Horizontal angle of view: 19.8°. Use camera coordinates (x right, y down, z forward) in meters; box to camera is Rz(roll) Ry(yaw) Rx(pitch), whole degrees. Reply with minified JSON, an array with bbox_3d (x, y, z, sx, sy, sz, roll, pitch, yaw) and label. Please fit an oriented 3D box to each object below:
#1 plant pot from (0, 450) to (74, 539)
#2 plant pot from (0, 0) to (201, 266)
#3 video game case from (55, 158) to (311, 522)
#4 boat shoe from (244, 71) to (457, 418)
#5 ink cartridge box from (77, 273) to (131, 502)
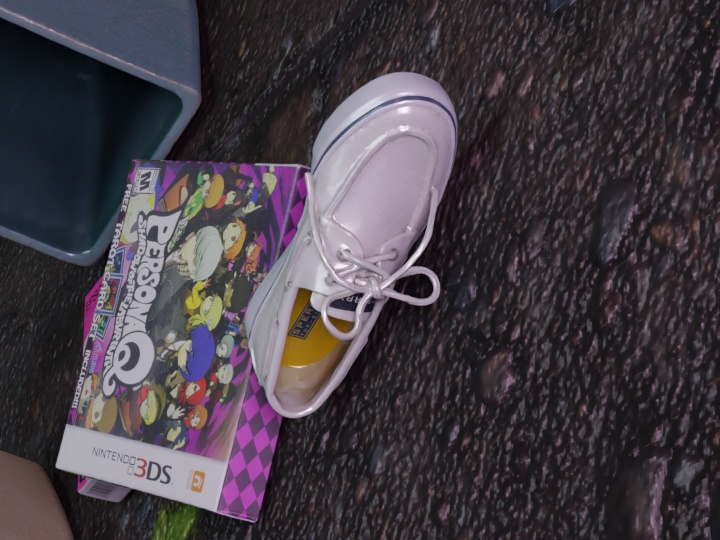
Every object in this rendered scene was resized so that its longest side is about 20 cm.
[{"bbox_3d":[-0.307,0.215,1.417,0.200,0.199,0.177,-61,17,27],"label":"plant pot"},{"bbox_3d":[-0.230,-0.163,1.470,0.196,0.195,0.200,-52,25,40],"label":"plant pot"},{"bbox_3d":[-0.099,0.035,1.211,0.181,0.036,0.201,7,81,52],"label":"video game case"},{"bbox_3d":[-0.005,0.000,1.029,0.202,0.074,0.086,-58,29,35],"label":"boat shoe"},{"bbox_3d":[-0.150,0.043,1.356,0.095,0.037,0.200,-46,35,45],"label":"ink cartridge box"}]
